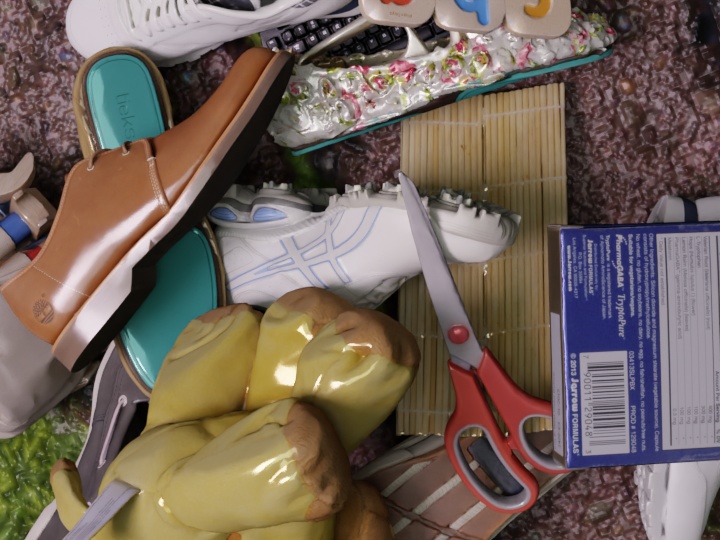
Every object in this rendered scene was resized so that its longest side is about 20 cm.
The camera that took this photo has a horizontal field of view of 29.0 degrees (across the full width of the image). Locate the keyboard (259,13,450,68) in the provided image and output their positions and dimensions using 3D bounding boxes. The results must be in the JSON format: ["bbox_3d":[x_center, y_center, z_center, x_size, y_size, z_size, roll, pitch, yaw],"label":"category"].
[{"bbox_3d":[0.030,-0.168,0.781,0.200,0.040,0.104,-25,93,9],"label":"keyboard"}]

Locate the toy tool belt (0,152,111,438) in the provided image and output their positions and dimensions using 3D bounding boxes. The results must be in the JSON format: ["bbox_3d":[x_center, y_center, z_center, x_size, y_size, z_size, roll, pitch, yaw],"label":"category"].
[{"bbox_3d":[-0.216,-0.011,0.807,0.123,0.125,0.200,-37,94,-27],"label":"toy tool belt"}]

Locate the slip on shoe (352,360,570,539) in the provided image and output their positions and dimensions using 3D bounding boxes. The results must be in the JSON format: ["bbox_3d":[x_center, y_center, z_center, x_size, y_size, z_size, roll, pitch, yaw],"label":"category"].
[{"bbox_3d":[0.059,0.113,0.785,0.200,0.061,0.076,-38,87,4],"label":"slip on shoe"}]

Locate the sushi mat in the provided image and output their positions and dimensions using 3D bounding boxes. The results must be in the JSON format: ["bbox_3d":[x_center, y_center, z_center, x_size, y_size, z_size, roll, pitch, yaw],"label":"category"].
[{"bbox_3d":[0.067,-0.007,0.770,0.095,0.012,0.200,-2,75,11],"label":"sushi mat"}]

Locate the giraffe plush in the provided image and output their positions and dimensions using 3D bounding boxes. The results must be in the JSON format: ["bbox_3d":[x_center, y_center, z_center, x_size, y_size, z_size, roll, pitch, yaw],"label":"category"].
[{"bbox_3d":[-0.039,0.129,0.696,0.200,0.172,0.162,-43,118,-19],"label":"giraffe plush"}]

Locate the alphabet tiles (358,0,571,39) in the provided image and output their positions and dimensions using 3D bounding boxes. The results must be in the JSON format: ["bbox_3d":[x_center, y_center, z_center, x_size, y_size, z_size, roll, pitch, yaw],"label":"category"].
[{"bbox_3d":[0.049,-0.216,0.726,0.200,0.015,0.196,1,78,-23],"label":"alphabet tiles"}]

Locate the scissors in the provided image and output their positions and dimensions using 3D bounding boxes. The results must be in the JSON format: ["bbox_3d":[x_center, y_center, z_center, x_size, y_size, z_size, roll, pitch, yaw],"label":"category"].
[{"bbox_3d":[0.048,0.044,0.705,0.073,0.014,0.200,-30,114,17],"label":"scissors"}]

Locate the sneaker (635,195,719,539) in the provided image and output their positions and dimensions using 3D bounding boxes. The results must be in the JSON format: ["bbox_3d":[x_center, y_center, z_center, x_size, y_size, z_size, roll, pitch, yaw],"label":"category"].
[{"bbox_3d":[0.192,0.060,0.760,0.080,0.076,0.200,4,98,-1],"label":"sneaker"}]

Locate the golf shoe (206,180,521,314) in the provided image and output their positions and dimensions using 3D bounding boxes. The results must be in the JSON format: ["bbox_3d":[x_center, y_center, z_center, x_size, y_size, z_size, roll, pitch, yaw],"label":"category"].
[{"bbox_3d":[0.000,0.000,0.753,0.200,0.078,0.097,1,88,42],"label":"golf shoe"}]

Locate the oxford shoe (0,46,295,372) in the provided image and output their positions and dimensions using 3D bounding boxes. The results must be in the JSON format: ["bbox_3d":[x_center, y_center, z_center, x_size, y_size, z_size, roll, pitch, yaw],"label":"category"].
[{"bbox_3d":[-0.111,-0.046,0.720,0.071,0.071,0.200,40,87,5],"label":"oxford shoe"}]

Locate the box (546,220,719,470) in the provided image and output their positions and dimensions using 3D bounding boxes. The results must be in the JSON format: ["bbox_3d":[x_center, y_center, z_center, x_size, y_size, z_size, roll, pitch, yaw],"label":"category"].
[{"bbox_3d":[0.195,0.034,0.706,0.200,0.032,0.121,-2,92,-7],"label":"box"}]

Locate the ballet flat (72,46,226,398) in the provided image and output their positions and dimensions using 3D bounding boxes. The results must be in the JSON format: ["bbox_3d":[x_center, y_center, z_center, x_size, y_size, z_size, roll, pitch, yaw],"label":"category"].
[{"bbox_3d":[-0.118,-0.025,0.786,0.069,0.063,0.200,-8,86,-13],"label":"ballet flat"}]

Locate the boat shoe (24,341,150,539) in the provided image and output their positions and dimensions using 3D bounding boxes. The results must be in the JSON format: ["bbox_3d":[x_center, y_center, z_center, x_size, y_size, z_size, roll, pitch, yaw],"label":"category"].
[{"bbox_3d":[-0.127,0.106,0.787,0.057,0.067,0.200,9,67,32],"label":"boat shoe"}]

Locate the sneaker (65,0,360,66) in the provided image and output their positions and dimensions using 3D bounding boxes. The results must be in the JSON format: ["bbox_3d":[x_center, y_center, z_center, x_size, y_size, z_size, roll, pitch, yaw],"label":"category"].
[{"bbox_3d":[-0.089,-0.156,0.764,0.200,0.080,0.077,-11,99,27],"label":"sneaker"}]

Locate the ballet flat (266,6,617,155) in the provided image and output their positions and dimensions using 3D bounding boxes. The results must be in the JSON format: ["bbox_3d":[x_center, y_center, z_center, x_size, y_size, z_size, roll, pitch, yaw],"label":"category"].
[{"bbox_3d":[0.038,-0.119,0.758,0.200,0.076,0.064,-17,104,3],"label":"ballet flat"}]
